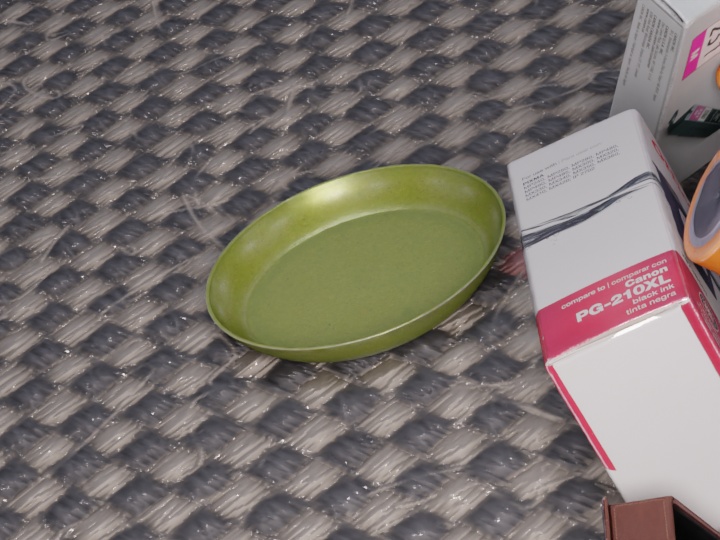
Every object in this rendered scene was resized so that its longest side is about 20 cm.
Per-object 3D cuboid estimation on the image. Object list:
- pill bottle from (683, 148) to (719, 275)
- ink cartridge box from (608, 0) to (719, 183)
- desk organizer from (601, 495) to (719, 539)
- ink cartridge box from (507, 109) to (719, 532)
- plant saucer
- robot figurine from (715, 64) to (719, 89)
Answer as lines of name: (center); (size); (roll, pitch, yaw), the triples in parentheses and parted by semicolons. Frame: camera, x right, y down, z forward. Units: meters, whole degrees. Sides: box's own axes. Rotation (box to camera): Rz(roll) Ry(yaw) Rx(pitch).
pill bottle: (0.265, -0.001, 1.193); (0.200, 0.106, 0.106); (22, 30, -13)
ink cartridge box: (0.229, -0.144, 1.449); (0.173, 0.200, 0.044); (-35, 66, -23)
desk organizer: (0.160, 0.188, 1.091); (0.077, 0.072, 0.200); (-11, 33, 10)
ink cartridge box: (0.153, 0.028, 1.259); (0.084, 0.145, 0.200); (-25, 30, 13)
plant saucer: (0.000, 0.000, 1.507); (0.200, 0.031, 0.200); (-15, 31, 9)
robot figurine: (0.290, -0.084, 1.382); (0.200, 0.144, 0.117); (-43, 20, -19)
